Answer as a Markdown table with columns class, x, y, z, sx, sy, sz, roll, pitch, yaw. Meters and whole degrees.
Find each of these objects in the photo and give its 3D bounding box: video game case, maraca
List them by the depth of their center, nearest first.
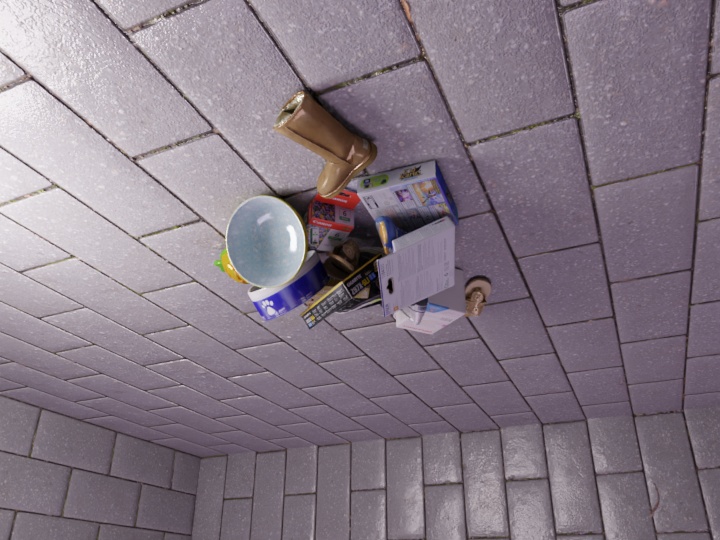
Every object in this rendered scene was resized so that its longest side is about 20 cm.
| class | x | y | z | sx | sy | sz | roll | pitch | yaw |
| --- | --- | --- | --- | --- | --- | --- | --- | --- | --- |
| video game case | 0.108 | -0.150 | 1.362 | 0.175 | 0.047 | 0.200 | -8 | 151 | 20 |
| maraca | -0.292 | -0.018 | 1.555 | 0.134 | 0.110 | 0.198 | 25 | 153 | -26 |

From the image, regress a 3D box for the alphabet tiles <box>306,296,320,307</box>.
| class | x | y | z | sx | sy | sz | roll | pitch | yaw |
| --- | --- | --- | --- | --- | --- | --- | --- | --- | --- |
| alphabet tiles | -0.090 | 0.075 | 1.831 | 0.161 | 0.008 | 0.201 | -4 | 152 | 8 |

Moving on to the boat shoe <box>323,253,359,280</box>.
| class | x | y | z | sx | sy | sz | roll | pitch | yaw |
| --- | --- | --- | --- | --- | --- | --- | --- | --- | --- |
| boat shoe | 0.000 | 0.000 | 1.618 | 0.192 | 0.075 | 0.065 | 0 | 164 | -5 |

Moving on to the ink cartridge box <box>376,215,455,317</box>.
| class | x | y | z | sx | sy | sz | roll | pitch | yaw |
| --- | --- | --- | --- | --- | --- | --- | --- | --- | --- |
| ink cartridge box | 0.124 | -0.006 | 1.405 | 0.195 | 0.044 | 0.200 | -22 | 139 | -12 |

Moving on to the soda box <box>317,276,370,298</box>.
| class | x | y | z | sx | sy | sz | roll | pitch | yaw |
| --- | --- | --- | --- | --- | --- | --- | --- | --- | --- |
| soda box | -0.071 | 0.028 | 1.674 | 0.192 | 0.070 | 0.065 | 3 | 152 | -4 |

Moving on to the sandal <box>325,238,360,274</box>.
| class | x | y | z | sx | sy | sz | roll | pitch | yaw |
| --- | --- | --- | --- | --- | --- | --- | --- | --- | --- |
| sandal | -0.034 | -0.043 | 1.479 | 0.076 | 0.071 | 0.212 | 30 | 174 | 2 |

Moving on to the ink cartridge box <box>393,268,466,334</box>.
| class | x | y | z | sx | sy | sz | roll | pitch | yaw |
| --- | --- | --- | --- | --- | --- | --- | --- | --- | --- |
| ink cartridge box | 0.183 | 0.083 | 1.710 | 0.125 | 0.129 | 0.200 | 14 | 151 | -24 |

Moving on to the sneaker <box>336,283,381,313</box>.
| class | x | y | z | sx | sy | sz | roll | pitch | yaw |
| --- | --- | --- | --- | --- | --- | --- | --- | --- | --- |
| sneaker | 0.009 | 0.087 | 1.771 | 0.194 | 0.074 | 0.083 | -16 | 151 | 21 |

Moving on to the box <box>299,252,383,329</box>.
| class | x | y | z | sx | sy | sz | roll | pitch | yaw |
| --- | --- | --- | --- | --- | --- | --- | --- | --- | --- |
| box | -0.038 | 0.049 | 1.473 | 0.158 | 0.050 | 0.199 | -35 | 178 | -43 |

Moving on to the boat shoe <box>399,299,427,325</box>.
| class | x | y | z | sx | sy | sz | roll | pitch | yaw |
| --- | --- | --- | --- | --- | --- | --- | --- | --- | --- |
| boat shoe | 0.102 | 0.073 | 1.632 | 0.071 | 0.200 | 0.067 | 4 | 115 | -29 |

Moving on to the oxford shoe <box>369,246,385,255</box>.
| class | x | y | z | sx | sy | sz | roll | pitch | yaw |
| --- | --- | --- | --- | --- | --- | --- | --- | --- | --- |
| oxford shoe | 0.115 | -0.033 | 1.571 | 0.193 | 0.060 | 0.076 | 12 | 155 | -8 |

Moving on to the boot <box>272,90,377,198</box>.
| class | x | y | z | sx | sy | sz | roll | pitch | yaw |
| --- | --- | --- | --- | --- | --- | --- | --- | --- | --- |
| boot | -0.087 | -0.237 | 1.190 | 0.197 | 0.068 | 0.174 | 24 | 132 | -38 |

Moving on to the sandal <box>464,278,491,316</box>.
| class | x | y | z | sx | sy | sz | roll | pitch | yaw |
| --- | --- | --- | --- | --- | --- | --- | --- | --- | --- |
| sandal | 0.332 | 0.104 | 1.789 | 0.075 | 0.072 | 0.213 | 2 | 152 | -4 |

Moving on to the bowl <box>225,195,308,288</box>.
| class | x | y | z | sx | sy | sz | roll | pitch | yaw |
| --- | --- | --- | --- | --- | --- | --- | --- | --- | --- |
| bowl | -0.198 | -0.068 | 1.414 | 0.193 | 0.208 | 0.107 | -8 | -176 | 16 |

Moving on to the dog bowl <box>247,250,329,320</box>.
| class | x | y | z | sx | sy | sz | roll | pitch | yaw |
| --- | --- | --- | --- | --- | --- | --- | --- | --- | --- |
| dog bowl | -0.176 | 0.036 | 1.525 | 0.196 | 0.200 | 0.080 | -21 | 105 | 35 |

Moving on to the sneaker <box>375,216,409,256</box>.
| class | x | y | z | sx | sy | sz | roll | pitch | yaw |
| --- | --- | --- | --- | --- | --- | --- | --- | --- | --- |
| sneaker | 0.090 | -0.071 | 1.407 | 0.086 | 0.077 | 0.201 | -20 | 151 | 4 |

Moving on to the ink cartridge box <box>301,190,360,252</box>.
| class | x | y | z | sx | sy | sz | roll | pitch | yaw |
| --- | --- | --- | --- | --- | --- | --- | --- | --- | --- |
| ink cartridge box | -0.074 | -0.114 | 1.425 | 0.106 | 0.052 | 0.200 | 11 | 152 | -20 |

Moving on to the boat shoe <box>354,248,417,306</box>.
| class | x | y | z | sx | sy | sz | roll | pitch | yaw |
| --- | --- | --- | --- | --- | --- | --- | --- | --- | --- |
| boat shoe | 0.066 | 0.016 | 1.518 | 0.196 | 0.065 | 0.074 | 28 | 143 | 13 |
